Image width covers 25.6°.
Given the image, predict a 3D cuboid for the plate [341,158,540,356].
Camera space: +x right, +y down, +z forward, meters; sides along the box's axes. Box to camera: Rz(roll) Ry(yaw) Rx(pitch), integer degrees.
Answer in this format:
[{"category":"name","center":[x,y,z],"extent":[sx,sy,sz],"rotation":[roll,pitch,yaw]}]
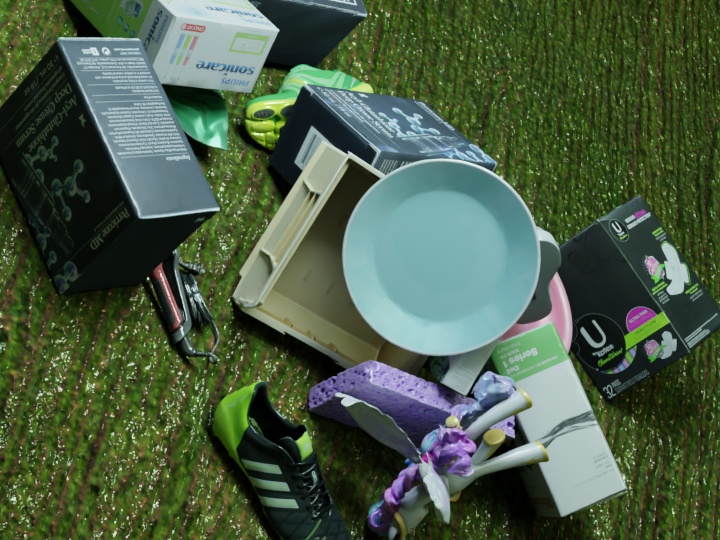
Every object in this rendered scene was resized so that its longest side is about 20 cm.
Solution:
[{"category":"plate","center":[0.081,-0.014,1.596],"extent":[0.200,0.200,0.026],"rotation":[47,8,-6]}]

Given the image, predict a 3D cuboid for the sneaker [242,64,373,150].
[{"category":"sneaker","center":[-0.072,-0.194,1.868],"extent":[0.084,0.074,0.200],"rotation":[39,35,26]}]

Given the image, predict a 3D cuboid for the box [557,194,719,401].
[{"category":"box","center":[0.335,0.035,2.020],"extent":[0.124,0.148,0.200],"rotation":[-26,81,-50]}]

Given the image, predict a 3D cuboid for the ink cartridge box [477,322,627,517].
[{"category":"ink cartridge box","center":[0.205,0.169,1.755],"extent":[0.084,0.146,0.200],"rotation":[-22,83,-7]}]

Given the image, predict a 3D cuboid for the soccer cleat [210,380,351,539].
[{"category":"soccer cleat","center":[-0.066,0.199,1.533],"extent":[0.200,0.081,0.068],"rotation":[53,38,2]}]

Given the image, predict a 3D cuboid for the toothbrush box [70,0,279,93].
[{"category":"toothbrush box","center":[-0.209,-0.283,1.717],"extent":[0.145,0.086,0.200],"rotation":[1,37,-44]}]

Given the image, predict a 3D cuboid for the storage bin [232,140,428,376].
[{"category":"storage bin","center":[0.000,0.000,1.663],"extent":[0.200,0.199,0.094],"rotation":[30,4,-25]}]

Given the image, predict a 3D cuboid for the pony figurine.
[{"category":"pony figurine","center":[0.080,0.185,1.574],"extent":[0.167,0.200,0.193],"rotation":[48,-13,40]}]

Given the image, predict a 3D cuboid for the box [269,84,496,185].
[{"category":"box","center":[0.026,-0.123,1.814],"extent":[0.200,0.107,0.148],"rotation":[2,33,-46]}]

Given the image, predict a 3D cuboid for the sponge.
[{"category":"sponge","center":[0.054,0.151,1.670],"extent":[0.200,0.111,0.030],"rotation":[23,57,-32]}]

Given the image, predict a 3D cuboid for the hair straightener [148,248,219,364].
[{"category":"hair straightener","center":[-0.179,0.005,1.607],"extent":[0.077,0.041,0.200],"rotation":[-8,67,-48]}]

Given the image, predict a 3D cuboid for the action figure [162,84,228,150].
[{"category":"action figure","center":[-0.235,-0.199,1.704],"extent":[0.200,0.055,0.118],"rotation":[14,53,-38]}]

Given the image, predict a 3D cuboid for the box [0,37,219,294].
[{"category":"box","center":[-0.251,-0.101,1.532],"extent":[0.107,0.148,0.200],"rotation":[-10,67,-48]}]

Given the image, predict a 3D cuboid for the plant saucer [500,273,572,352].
[{"category":"plant saucer","center":[0.176,0.037,1.922],"extent":[0.200,0.051,0.201],"rotation":[26,51,-37]}]

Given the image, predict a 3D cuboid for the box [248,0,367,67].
[{"category":"box","center":[-0.127,-0.359,1.887],"extent":[0.198,0.123,0.200],"rotation":[2,58,-43]}]

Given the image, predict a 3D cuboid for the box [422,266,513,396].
[{"category":"box","center":[0.109,0.045,1.711],"extent":[0.036,0.145,0.200],"rotation":[31,1,-15]}]

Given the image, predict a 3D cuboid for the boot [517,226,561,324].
[{"category":"boot","center":[0.182,-0.021,1.811],"extent":[0.073,0.200,0.096],"rotation":[-12,63,-3]}]
